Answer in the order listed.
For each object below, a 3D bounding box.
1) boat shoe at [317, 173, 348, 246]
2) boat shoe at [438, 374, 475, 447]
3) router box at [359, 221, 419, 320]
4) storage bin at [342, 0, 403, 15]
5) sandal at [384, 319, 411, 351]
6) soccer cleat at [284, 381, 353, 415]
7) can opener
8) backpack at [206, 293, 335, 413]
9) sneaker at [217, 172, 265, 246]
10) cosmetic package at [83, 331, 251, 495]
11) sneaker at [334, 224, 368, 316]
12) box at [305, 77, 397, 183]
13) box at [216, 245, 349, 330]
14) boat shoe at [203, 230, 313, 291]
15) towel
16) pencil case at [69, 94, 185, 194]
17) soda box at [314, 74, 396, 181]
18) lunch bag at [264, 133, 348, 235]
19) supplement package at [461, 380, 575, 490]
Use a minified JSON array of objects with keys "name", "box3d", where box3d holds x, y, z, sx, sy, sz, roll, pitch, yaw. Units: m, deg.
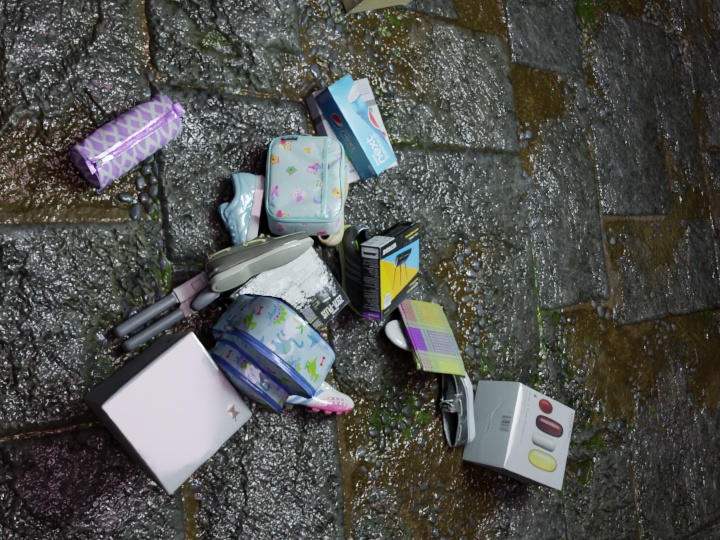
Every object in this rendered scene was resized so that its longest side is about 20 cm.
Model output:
[{"name":"boat shoe","box3d":[-0.064,-0.154,1.190,0.069,0.064,0.206,-4,86,12]},{"name":"boat shoe","box3d":[0.215,0.307,1.324,0.070,0.071,0.205,-15,94,-37]},{"name":"router box","box3d":[0.065,-0.006,1.207,0.199,0.050,0.153,-34,127,-57]},{"name":"storage bin","box3d":[0.073,-0.660,1.279,0.197,0.197,0.096,-25,101,-32]},{"name":"sandal","box3d":[0.130,0.161,1.297,0.199,0.050,0.083,11,39,-37]},{"name":"soccer cleat","box3d":[-0.094,0.230,1.134,0.196,0.069,0.089,14,81,-30]},{"name":"can opener","box3d":[-0.327,0.067,1.006,0.199,0.066,0.054,-36,102,-31]},{"name":"backpack","box3d":[-0.145,0.137,0.937,0.183,0.198,0.148,44,65,-21]},{"name":"sneaker","box3d":[-0.233,-0.087,1.094,0.080,0.074,0.205,10,75,-12]},{"name":"cosmetic package","box3d":[-0.309,0.215,0.921,0.167,0.198,0.168,-41,105,-30]},{"name":"sneaker","box3d":[0.000,0.000,1.218,0.073,0.080,0.205,-17,94,-32]},{"name":"box","box3d":[-0.018,-0.303,1.269,0.154,0.041,0.204,-24,98,-32]},{"name":"box","box3d":[-0.145,0.058,1.114,0.200,0.085,0.165,-43,107,-29]},{"name":"boat shoe","box3d":[-0.179,-0.031,1.025,0.198,0.072,0.061,-24,70,-18]},{"name":"towel","box3d":[0.152,0.143,1.272,0.141,0.023,0.203,13,42,-33]},{"name":"pencil case","box3d":[-0.396,-0.222,0.988,0.200,0.085,0.085,-48,110,-28]},{"name":"soda box","box3d":[-0.009,-0.296,1.213,0.068,0.064,0.202,-38,105,-29]},{"name":"lunch bag","box3d":[-0.102,-0.169,1.114,0.156,0.077,0.205,0,65,-1]},{"name":"supplement package","box3d":[0.375,0.388,1.374,0.197,0.146,0.195,26,71,-26]}]
